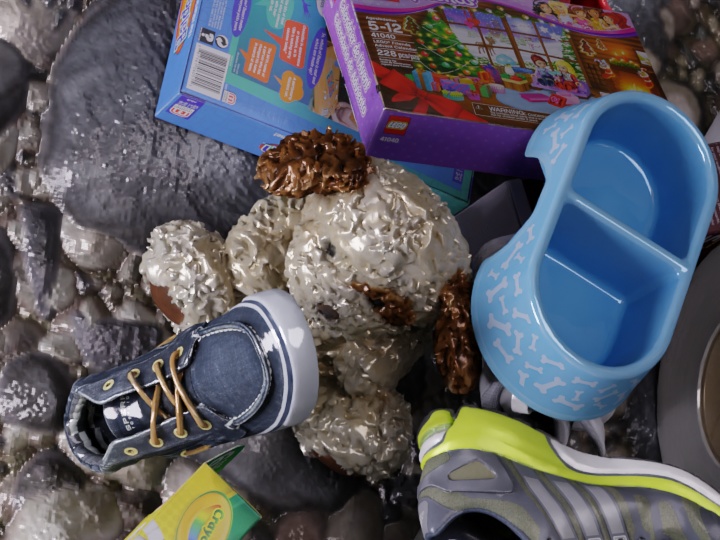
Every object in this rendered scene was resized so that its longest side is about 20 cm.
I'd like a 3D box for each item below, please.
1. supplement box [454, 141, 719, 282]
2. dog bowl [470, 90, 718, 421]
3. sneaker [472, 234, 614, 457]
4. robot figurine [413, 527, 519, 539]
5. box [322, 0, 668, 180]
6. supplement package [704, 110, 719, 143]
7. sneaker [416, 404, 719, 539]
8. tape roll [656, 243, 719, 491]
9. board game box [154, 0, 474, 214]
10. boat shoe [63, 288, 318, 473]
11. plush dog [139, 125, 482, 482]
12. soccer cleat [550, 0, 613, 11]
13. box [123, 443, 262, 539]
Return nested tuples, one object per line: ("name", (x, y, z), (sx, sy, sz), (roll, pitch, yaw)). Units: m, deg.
("supplement box", (0.156, -0.028, 1.426), (0.199, 0.109, 0.061), (-12, 79, -29))
("dog bowl", (0.136, -0.015, 1.260), (0.111, 0.050, 0.201), (31, 60, -14))
("sneaker", (0.111, 0.073, 1.335), (0.075, 0.200, 0.115), (-8, 57, 14))
("robot figurine", (0.106, 0.199, 1.326), (0.200, 0.113, 0.170), (40, 87, -10))
("box", (0.085, -0.113, 1.361), (0.199, 0.039, 0.137), (6, 41, -21))
("supplement package", (0.363, -0.085, 1.524), (0.200, 0.151, 0.152), (40, 62, -11))
("sneaker", (0.119, 0.144, 1.246), (0.199, 0.074, 0.081), (16, 55, 0))
("tape roll", (0.265, 0.076, 1.395), (0.070, 0.202, 0.204), (7, 71, -25))
("board game box", (-0.015, -0.134, 1.407), (0.199, 0.045, 0.153), (20, 66, -20))
("boat shoe", (-0.093, 0.068, 1.217), (0.091, 0.200, 0.071), (-16, 81, -26))
("plush dog", (0.000, 0.000, 1.299), (0.200, 0.172, 0.161), (45, 60, -7))
("soccer cleat", (0.117, -0.225, 1.429), (0.067, 0.076, 0.200), (-52, 145, -27))
("box", (-0.129, 0.180, 1.210), (0.048, 0.117, 0.200), (42, 60, -2))
